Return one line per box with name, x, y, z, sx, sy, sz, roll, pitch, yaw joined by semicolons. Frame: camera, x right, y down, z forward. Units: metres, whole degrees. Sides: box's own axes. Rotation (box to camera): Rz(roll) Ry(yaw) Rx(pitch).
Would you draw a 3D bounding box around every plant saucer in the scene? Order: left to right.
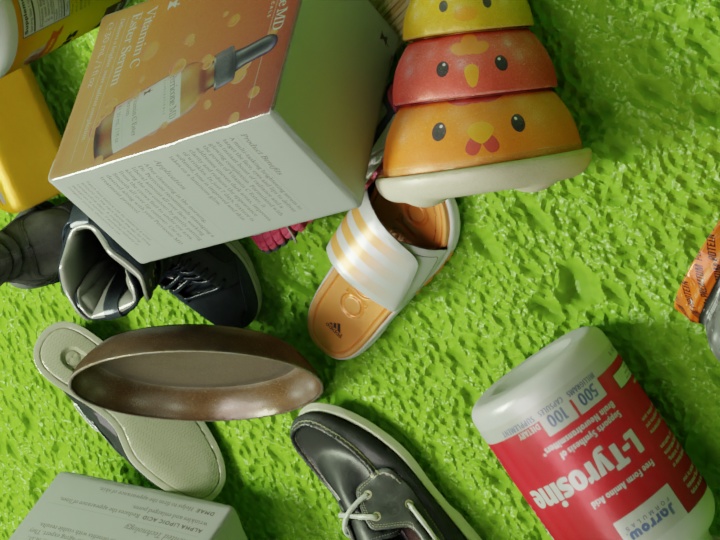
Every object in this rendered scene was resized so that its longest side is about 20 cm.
plant saucer;-0.128;0.078;1.533;0.199;0.199;0.032;-17;66;40

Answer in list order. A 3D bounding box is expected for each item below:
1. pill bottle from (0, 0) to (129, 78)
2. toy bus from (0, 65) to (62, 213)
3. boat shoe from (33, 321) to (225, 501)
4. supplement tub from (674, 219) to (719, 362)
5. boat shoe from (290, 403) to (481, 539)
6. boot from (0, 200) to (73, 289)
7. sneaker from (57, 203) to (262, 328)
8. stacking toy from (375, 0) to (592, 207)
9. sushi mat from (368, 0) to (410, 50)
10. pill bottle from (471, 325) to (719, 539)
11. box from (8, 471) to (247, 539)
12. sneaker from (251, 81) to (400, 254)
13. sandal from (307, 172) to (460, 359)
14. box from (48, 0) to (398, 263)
pill bottle;-0.261;-0.203;1.438;0.108;0.200;0.110;17;124;28
toy bus;-0.296;-0.150;1.564;0.202;0.065;0.078;68;163;-14
boat shoe;-0.192;0.119;1.671;0.200;0.072;0.068;42;170;0
supplement tub;0.302;0.037;1.214;0.199;0.122;0.123;35;130;15
boat shoe;0.017;0.185;1.533;0.200;0.068;0.072;46;134;8
boot;-0.296;-0.009;1.589;0.200;0.131;0.070;-26;87;63
sneaker;-0.151;0.007;1.482;0.076;0.147;0.203;-22;125;25
stacking toy;0.069;-0.148;1.298;0.145;0.146;0.202;-6;95;38
sushi mat;-0.031;-0.167;1.416;0.096;0.012;0.200;50;133;2
pill bottle;0.175;0.149;1.375;0.112;0.112;0.201;-33;93;42
box;-0.182;0.295;1.670;0.198;0.131;0.200;7;136;33
sneaker;-0.036;-0.080;1.414;0.075;0.081;0.199;45;134;-14
sandal;0.006;0.006;1.454;0.079;0.059;0.207;39;131;11
box;-0.092;-0.112;1.350;0.199;0.153;0.106;-14;138;34
